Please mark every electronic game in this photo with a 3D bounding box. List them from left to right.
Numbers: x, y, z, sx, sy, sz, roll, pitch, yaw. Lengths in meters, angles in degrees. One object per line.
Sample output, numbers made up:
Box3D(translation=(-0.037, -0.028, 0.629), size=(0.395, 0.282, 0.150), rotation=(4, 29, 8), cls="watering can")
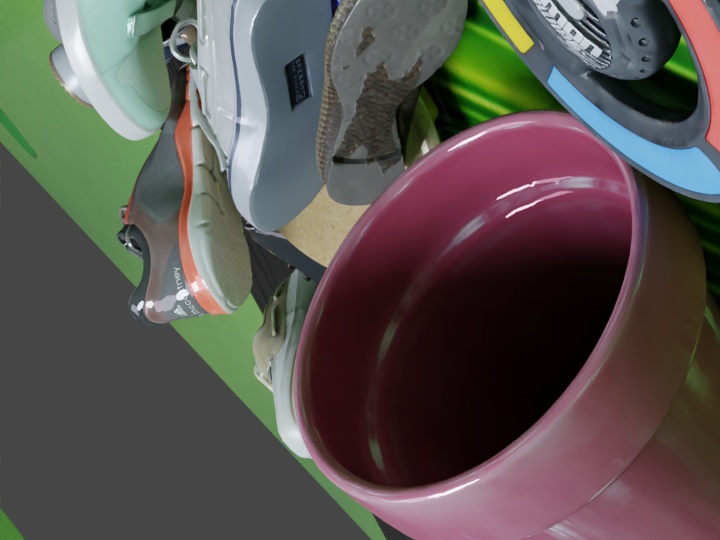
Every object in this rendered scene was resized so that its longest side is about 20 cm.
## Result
Box3D(translation=(0.088, -0.107, 0.732), size=(0.200, 0.042, 0.200), rotation=(49, 169, 13), cls="electronic game")

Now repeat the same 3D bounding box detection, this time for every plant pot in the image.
Box3D(translation=(0.097, 0.055, 0.897), size=(0.179, 0.200, 0.200), rotation=(39, 178, -37), cls="plant pot")

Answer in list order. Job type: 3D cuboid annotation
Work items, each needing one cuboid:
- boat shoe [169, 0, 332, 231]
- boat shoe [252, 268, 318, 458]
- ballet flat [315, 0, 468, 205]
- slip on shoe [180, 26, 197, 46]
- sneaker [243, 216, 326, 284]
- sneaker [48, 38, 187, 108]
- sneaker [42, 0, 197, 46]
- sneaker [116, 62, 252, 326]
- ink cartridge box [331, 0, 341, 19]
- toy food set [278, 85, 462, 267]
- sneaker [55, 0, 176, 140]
Box3D(translation=(-0.063, -0.107, 1.022), size=(0.086, 0.074, 0.203), rotation=(44, 158, 26), cls="boat shoe")
Box3D(translation=(-0.033, 0.061, 1.287), size=(0.075, 0.068, 0.201), rotation=(49, -153, -22), cls="boat shoe")
Box3D(translation=(0.010, -0.103, 0.958), size=(0.200, 0.067, 0.047), rotation=(103, 161, -58), cls="ballet flat")
Box3D(translation=(-0.084, -0.132, 1.301), size=(0.076, 0.060, 0.200), rotation=(47, 169, 19), cls="slip on shoe")
Box3D(translation=(0.000, 0.000, 1.261), size=(0.105, 0.075, 0.201), rotation=(0, 129, 29), cls="sneaker")
Box3D(translation=(-0.152, -0.187, 1.420), size=(0.070, 0.108, 0.200), rotation=(49, -160, -7), cls="sneaker")
Box3D(translation=(-0.150, -0.168, 1.187), size=(0.075, 0.082, 0.199), rotation=(37, 153, -23), cls="sneaker")
Box3D(translation=(-0.117, -0.049, 1.175), size=(0.077, 0.081, 0.201), rotation=(54, -158, -40), cls="sneaker")
Box3D(translation=(-0.028, -0.186, 0.952), size=(0.099, 0.039, 0.200), rotation=(44, 166, 28), cls="ink cartridge box")
Box3D(translation=(-0.015, -0.078, 1.112), size=(0.199, 0.049, 0.200), rotation=(59, 147, -6), cls="toy food set")
Box3D(translation=(-0.105, -0.167, 1.055), size=(0.074, 0.117, 0.202), rotation=(-63, -33, -59), cls="sneaker")
